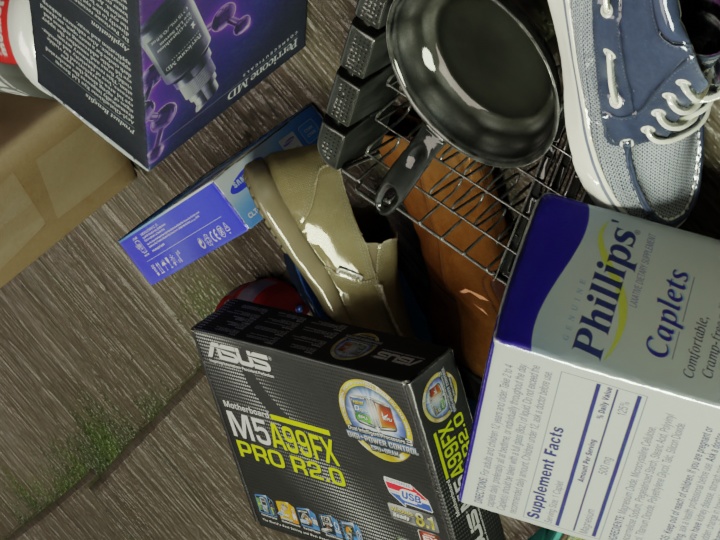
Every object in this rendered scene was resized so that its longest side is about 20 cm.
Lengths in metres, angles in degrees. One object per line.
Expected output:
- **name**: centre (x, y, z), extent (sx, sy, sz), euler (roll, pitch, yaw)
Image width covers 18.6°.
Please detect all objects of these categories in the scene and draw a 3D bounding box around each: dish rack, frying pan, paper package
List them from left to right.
- **paper package**: centre (-0.309, -0.081, 1.700), extent (0.190, 0.200, 0.104), euler (24, 145, 40)
- **frying pan**: centre (0.061, -0.081, 1.188), extent (0.115, 0.031, 0.190), euler (32, 143, 26)
- **dish rack**: centre (0.068, -0.075, 1.249), extent (0.200, 0.055, 0.154), euler (35, 136, 17)

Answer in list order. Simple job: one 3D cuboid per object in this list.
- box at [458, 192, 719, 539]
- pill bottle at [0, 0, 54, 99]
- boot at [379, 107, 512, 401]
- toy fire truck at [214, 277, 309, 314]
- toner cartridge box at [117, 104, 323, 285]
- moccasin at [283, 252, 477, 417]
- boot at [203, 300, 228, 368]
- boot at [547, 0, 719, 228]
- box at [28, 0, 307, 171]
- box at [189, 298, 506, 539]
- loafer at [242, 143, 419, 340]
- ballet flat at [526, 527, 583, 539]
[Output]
- **box**: centre (0.167, 0.070, 1.182), extent (0.200, 0.105, 0.184), euler (16, 147, 6)
- **pill bottle**: centre (-0.213, -0.175, 1.521), extent (0.200, 0.114, 0.114), euler (12, 136, 52)
- **boot**: centre (0.097, -0.002, 1.353), extent (0.188, 0.068, 0.200), euler (27, 140, 52)
- **toy fire truck**: centre (-0.017, 0.091, 1.646), extent (0.200, 0.049, 0.141), euler (57, 153, -13)
- **toner cartridge box**: centre (-0.092, -0.050, 1.522), extent (0.043, 0.095, 0.200), euler (52, 154, -6)
- **moccasin**: centre (0.012, 0.054, 1.516), extent (0.200, 0.080, 0.068), euler (53, 159, -5)
- **boot**: centre (-0.022, 0.092, 1.493), extent (0.200, 0.064, 0.186), euler (42, 162, -1)
- **boot**: centre (0.151, -0.091, 1.102), extent (0.090, 0.073, 0.200), euler (27, 146, 49)
- **box**: centre (-0.114, -0.184, 1.316), extent (0.104, 0.148, 0.200), euler (38, 153, 21)
- **box**: centre (-0.008, 0.109, 1.406), extent (0.200, 0.044, 0.161), euler (12, 129, 43)
- **loafer**: centre (0.000, 0.000, 1.415), extent (0.200, 0.067, 0.076), euler (55, -174, -28)
- **ballet flat**: centre (0.150, 0.195, 1.518), extent (0.071, 0.071, 0.200), euler (44, 153, 10)
